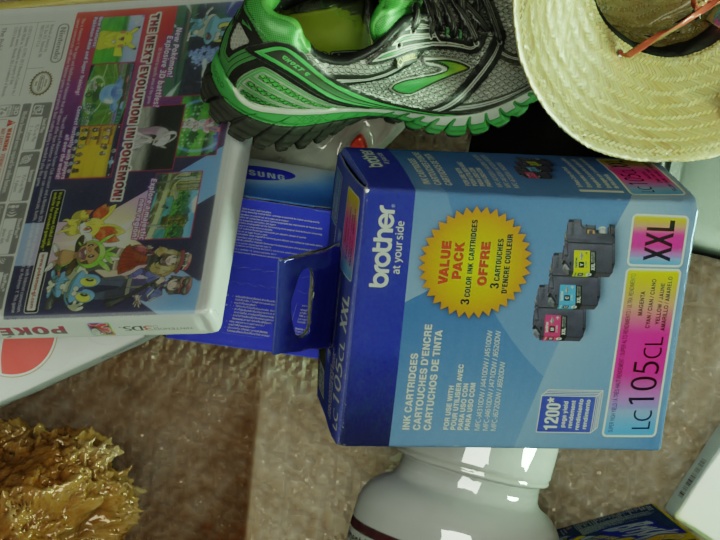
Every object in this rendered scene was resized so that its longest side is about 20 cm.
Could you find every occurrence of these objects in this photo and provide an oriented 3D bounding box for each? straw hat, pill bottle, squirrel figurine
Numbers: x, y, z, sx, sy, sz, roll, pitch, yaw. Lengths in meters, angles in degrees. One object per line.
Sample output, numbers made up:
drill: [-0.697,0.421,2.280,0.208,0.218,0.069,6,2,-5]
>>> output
straw hat: [0.147,-0.153,0.913,0.201,0.085,0.201,-9,117,-19]
pill bottle: [0.041,0.178,0.976,0.113,0.113,0.200,15,91,1]
squirrel figurine: [-0.194,0.169,0.944,0.141,0.187,0.200,17,91,2]

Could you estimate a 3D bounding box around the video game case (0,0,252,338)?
video game case: [-0.144,-0.054,0.917,0.182,0.023,0.200,-2,55,13]

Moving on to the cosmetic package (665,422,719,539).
cosmetic package: [0.285,0.091,1.000,0.151,0.052,0.200,34,91,3]

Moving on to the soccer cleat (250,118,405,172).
soccer cleat: [-0.040,-0.056,1.004,0.200,0.078,0.069,-38,98,21]

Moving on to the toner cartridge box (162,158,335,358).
toner cartridge box: [0.000,0.000,0.967,0.200,0.043,0.095,9,121,-13]

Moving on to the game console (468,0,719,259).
game console: [0.173,-0.113,1.019,0.176,0.116,0.200,12,90,31]

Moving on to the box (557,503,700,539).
box: [0.145,0.170,0.929,0.064,0.200,0.070,-18,89,1]

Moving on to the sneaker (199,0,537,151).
sneaker: [0.025,-0.112,0.897,0.200,0.085,0.078,-14,65,-28]

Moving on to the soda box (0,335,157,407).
soda box: [-0.213,0.045,1.002,0.200,0.064,0.068,-24,89,3]

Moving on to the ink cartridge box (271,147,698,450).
ink cartridge box: [0.054,0.014,0.908,0.200,0.076,0.137,2,108,-10]

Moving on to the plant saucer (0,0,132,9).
plant saucer: [-0.180,-0.054,0.968,0.200,0.048,0.200,-4,56,11]
